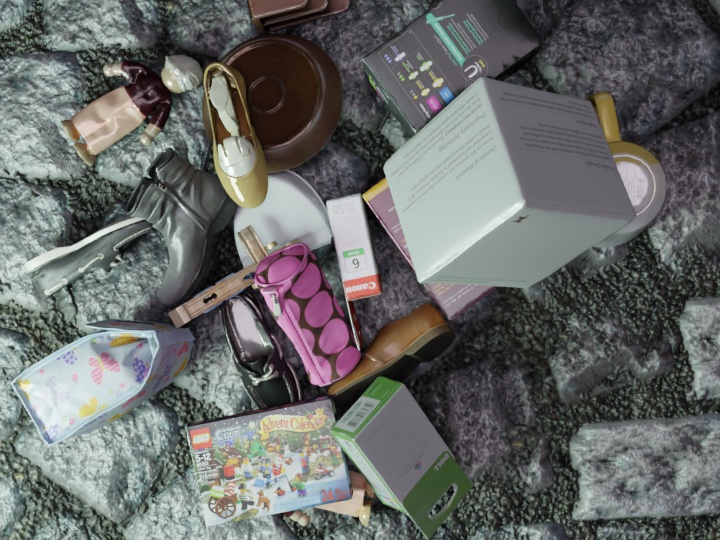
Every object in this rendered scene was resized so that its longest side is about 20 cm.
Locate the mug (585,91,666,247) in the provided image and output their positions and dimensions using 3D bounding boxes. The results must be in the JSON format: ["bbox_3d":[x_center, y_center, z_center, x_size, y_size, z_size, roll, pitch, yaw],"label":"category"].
[{"bbox_3d":[0.315,-0.119,1.371,0.149,0.153,0.187,-41,89,4],"label":"mug"}]

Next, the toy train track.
[{"bbox_3d":[-0.160,0.015,1.387,0.200,0.033,0.115,-31,93,-12],"label":"toy train track"}]

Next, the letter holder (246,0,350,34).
[{"bbox_3d":[-0.097,-0.438,1.409,0.142,0.101,0.201,-14,91,1],"label":"letter holder"}]

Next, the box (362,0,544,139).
[{"bbox_3d":[0.116,-0.275,1.378,0.200,0.149,0.124,-36,91,4],"label":"box"}]

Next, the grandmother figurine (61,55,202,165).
[{"bbox_3d":[-0.308,-0.232,1.441,0.200,0.061,0.121,-30,100,0],"label":"grandmother figurine"}]

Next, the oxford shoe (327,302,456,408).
[{"bbox_3d":[0.032,0.118,1.446,0.200,0.071,0.071,-35,60,6],"label":"oxford shoe"}]

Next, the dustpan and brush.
[{"bbox_3d":[-0.129,-0.114,1.449,0.139,0.057,0.200,-20,97,13],"label":"dustpan and brush"}]

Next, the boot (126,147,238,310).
[{"bbox_3d":[-0.259,-0.056,1.411,0.131,0.070,0.200,24,92,-35],"label":"boot"}]

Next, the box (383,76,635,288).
[{"bbox_3d":[0.176,-0.096,1.270,0.200,0.199,0.172,-39,58,43],"label":"box"}]

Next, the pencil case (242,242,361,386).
[{"bbox_3d":[-0.070,0.064,1.382,0.091,0.094,0.200,-16,126,19],"label":"pencil case"}]

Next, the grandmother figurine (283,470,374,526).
[{"bbox_3d":[-0.080,0.290,1.451,0.199,0.061,0.122,10,83,0],"label":"grandmother figurine"}]

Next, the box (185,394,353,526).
[{"bbox_3d":[-0.120,0.253,1.406,0.199,0.038,0.137,-12,92,3],"label":"box"}]

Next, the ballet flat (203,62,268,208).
[{"bbox_3d":[-0.170,-0.178,1.371,0.068,0.063,0.201,-18,76,7],"label":"ballet flat"}]

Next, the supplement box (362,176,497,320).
[{"bbox_3d":[0.094,-0.041,1.405,0.086,0.110,0.200,-35,90,4],"label":"supplement box"}]

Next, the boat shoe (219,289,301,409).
[{"bbox_3d":[-0.138,0.119,1.438,0.074,0.060,0.201,-19,91,3],"label":"boat shoe"}]

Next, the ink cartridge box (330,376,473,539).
[{"bbox_3d":[0.057,0.250,1.408,0.104,0.059,0.200,-46,117,-23],"label":"ink cartridge box"}]

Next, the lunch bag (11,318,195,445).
[{"bbox_3d":[-0.329,0.128,1.402,0.200,0.170,0.127,-29,87,6],"label":"lunch bag"}]

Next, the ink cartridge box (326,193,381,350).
[{"bbox_3d":[0.000,0.000,1.411,0.050,0.109,0.201,-13,92,2],"label":"ink cartridge box"}]

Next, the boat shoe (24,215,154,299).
[{"bbox_3d":[-0.360,-0.024,1.447,0.200,0.074,0.060,-24,96,0],"label":"boat shoe"}]

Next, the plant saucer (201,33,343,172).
[{"bbox_3d":[-0.124,-0.232,1.423,0.200,0.034,0.201,-2,79,10],"label":"plant saucer"}]
